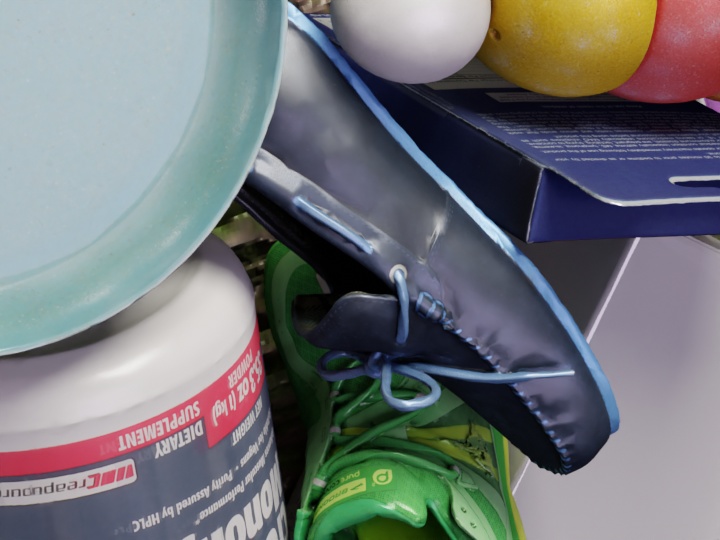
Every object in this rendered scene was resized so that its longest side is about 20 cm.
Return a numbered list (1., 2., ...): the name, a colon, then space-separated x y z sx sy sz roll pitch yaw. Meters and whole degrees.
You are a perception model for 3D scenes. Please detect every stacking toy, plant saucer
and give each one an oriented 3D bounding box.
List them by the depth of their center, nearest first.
1. plant saucer: -0.119 -0.075 0.690 0.199 0.027 0.201 -2 97 -18
2. stacking toy: 0.075 -0.106 0.791 0.199 0.146 0.147 -15 117 -29

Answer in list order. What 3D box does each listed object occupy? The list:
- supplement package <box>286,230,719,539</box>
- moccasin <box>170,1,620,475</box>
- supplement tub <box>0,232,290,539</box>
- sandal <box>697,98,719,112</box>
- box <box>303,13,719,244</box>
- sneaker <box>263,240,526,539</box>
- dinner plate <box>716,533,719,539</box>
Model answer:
1. supplement package: 0.072 0.067 0.938 0.119 0.121 0.201 21 97 -37
2. moccasin: 0.000 0.000 0.785 0.200 0.080 0.068 46 69 -9
3. supplement tub: -0.094 0.092 0.824 0.140 0.140 0.201 -21 119 -25
4. sandal: 0.193 -0.048 1.017 0.082 0.050 0.203 -34 124 -18
5. box: 0.071 -0.048 0.839 0.121 0.200 0.033 -3 112 -32
6. sneaker: 0.014 0.069 0.832 0.074 0.201 0.084 -27 160 17
7. dinner plate: 0.161 0.105 1.012 0.201 0.024 0.200 -61 168 -22
